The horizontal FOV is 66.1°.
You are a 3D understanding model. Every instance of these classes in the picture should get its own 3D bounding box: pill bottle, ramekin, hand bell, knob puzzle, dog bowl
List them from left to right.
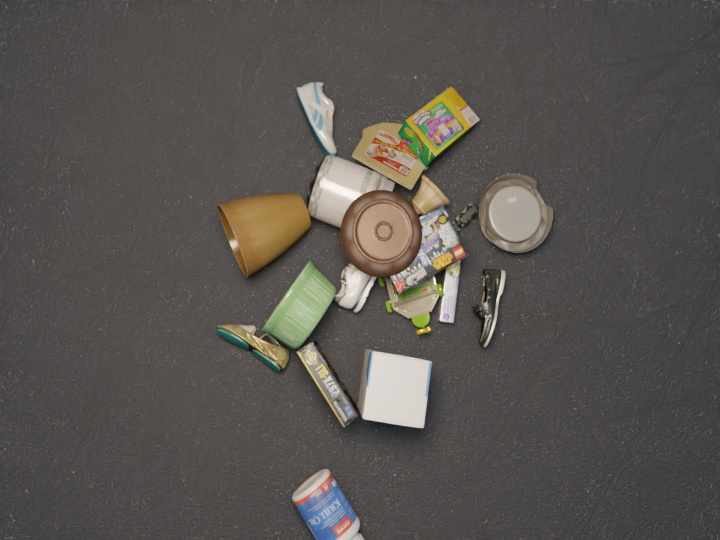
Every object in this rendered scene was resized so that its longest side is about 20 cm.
[{"bbox_3d":[-0.143,0.089,1.333,0.097,0.200,0.202,35,83,-6],"label":"ramekin"},{"bbox_3d":[-0.069,0.593,1.320,0.111,0.112,0.203,-34,86,-6],"label":"pill bottle"},{"bbox_3d":[0.089,-0.309,1.434,0.213,0.031,0.225,8,55,-12],"label":"knob puzzle"},{"bbox_3d":[0.130,-0.136,1.435,0.104,0.104,0.200,43,97,3],"label":"hand bell"},{"bbox_3d":[0.399,-0.145,1.449,0.193,0.059,0.207,0,83,-3],"label":"dog bowl"}]

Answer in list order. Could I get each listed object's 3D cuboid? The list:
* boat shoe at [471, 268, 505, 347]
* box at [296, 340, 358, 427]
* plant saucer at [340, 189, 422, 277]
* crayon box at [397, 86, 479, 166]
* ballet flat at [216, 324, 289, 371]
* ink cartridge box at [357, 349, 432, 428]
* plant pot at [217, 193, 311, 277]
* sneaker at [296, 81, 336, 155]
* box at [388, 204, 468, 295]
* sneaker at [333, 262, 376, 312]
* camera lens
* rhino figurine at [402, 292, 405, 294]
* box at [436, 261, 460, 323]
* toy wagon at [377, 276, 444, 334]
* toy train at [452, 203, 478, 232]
[{"bbox_3d":[0.318,0.090,1.412,0.064,0.075,0.205,15,83,1],"label":"boat shoe"},{"bbox_3d":[-0.077,0.266,1.331,0.049,0.160,0.203,-32,87,-6],"label":"box"},{"bbox_3d":[0.051,-0.088,1.282,0.194,0.037,0.207,0,86,-4],"label":"plant saucer"},{"bbox_3d":[0.204,-0.374,1.433,0.199,0.058,0.119,-40,87,-27],"label":"crayon box"},{"bbox_3d":[-0.264,0.177,1.385,0.197,0.071,0.072,31,83,2],"label":"ballet flat"},{"bbox_3d":[0.075,0.275,1.317,0.141,0.200,0.152,9,83,-3],"label":"ink cartridge box"},{"bbox_3d":[-0.229,-0.112,1.369,0.196,0.186,0.190,-25,85,-17],"label":"plant pot"},{"bbox_3d":[-0.100,-0.398,1.446,0.079,0.077,0.205,-22,87,-7],"label":"sneaker"},{"bbox_3d":[0.143,-0.050,1.328,0.196,0.040,0.140,-28,88,-8],"label":"box"},{"bbox_3d":[0.000,0.000,1.400,0.079,0.076,0.204,26,82,-11],"label":"sneaker"},{"bbox_3d":[-0.028,-0.184,1.382,0.195,0.160,0.164,20,83,-1],"label":"camera lens"},{"bbox_3d":[0.106,-0.043,1.375,0.085,0.060,0.207,-3,83,14],"label":"rhino figurine"},{"bbox_3d":[0.231,0.032,1.431,0.037,0.041,0.207,8,84,-2],"label":"box"},{"bbox_3d":[0.135,0.060,1.409,0.151,0.039,0.206,-17,85,14],"label":"toy wagon"},{"bbox_3d":[0.233,-0.101,1.444,0.200,0.046,0.034,-44,92,-4],"label":"toy train"}]
